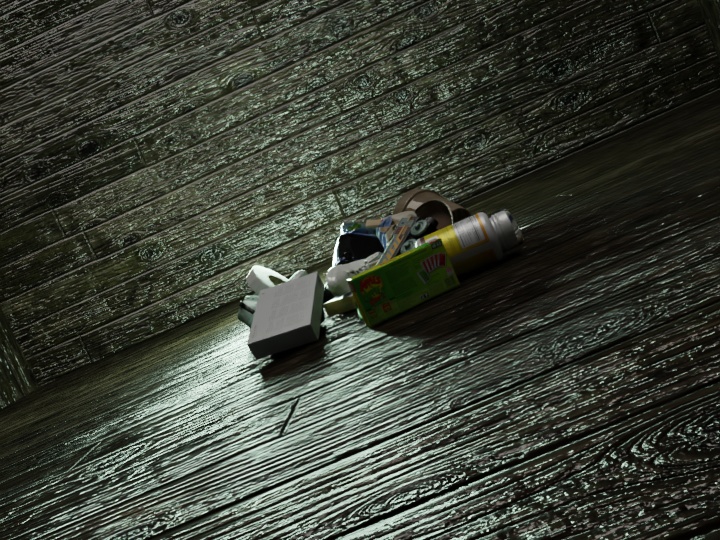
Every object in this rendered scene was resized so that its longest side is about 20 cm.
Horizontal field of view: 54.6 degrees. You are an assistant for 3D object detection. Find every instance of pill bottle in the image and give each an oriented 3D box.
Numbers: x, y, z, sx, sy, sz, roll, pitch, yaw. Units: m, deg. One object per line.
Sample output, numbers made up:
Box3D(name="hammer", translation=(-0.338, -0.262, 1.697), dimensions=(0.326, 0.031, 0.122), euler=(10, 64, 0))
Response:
Box3D(name="pill bottle", translation=(0.223, -0.051, 1.458), dimensions=(0.199, 0.110, 0.109), euler=(-23, 5, 8))

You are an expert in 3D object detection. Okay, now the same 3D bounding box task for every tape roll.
Box3D(name="tape roll", translation=(-0.217, 0.057, 1.886), dimensions=(0.037, 0.202, 0.203), euler=(-55, 1, 9))

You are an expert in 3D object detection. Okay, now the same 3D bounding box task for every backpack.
Box3D(name="backpack", translation=(0.010, -0.055, 2.024), dimensions=(0.182, 0.148, 0.200), euler=(5, -15, -10))

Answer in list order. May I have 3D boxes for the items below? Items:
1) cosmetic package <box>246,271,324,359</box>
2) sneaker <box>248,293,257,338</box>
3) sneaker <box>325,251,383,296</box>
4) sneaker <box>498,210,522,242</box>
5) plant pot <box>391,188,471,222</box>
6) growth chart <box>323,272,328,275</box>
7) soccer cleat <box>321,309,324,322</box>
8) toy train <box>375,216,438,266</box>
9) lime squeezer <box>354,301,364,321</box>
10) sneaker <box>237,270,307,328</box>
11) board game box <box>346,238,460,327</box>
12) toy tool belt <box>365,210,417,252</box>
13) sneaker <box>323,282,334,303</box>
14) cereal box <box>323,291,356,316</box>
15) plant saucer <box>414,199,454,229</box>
Box3D(name="cosmetic package", translation=(-0.162, 0.097, 1.547), dimensions=(0.150, 0.052, 0.200), euler=(-16, 32, 12))
Box3D(name="sneaker", translation=(-0.267, 0.123, 1.813), dimensions=(0.073, 0.119, 0.200), euler=(-23, 5, 8))
Box3D(name="sneaker", translation=(0.000, 0.000, 1.691), dimensions=(0.115, 0.074, 0.200), euler=(-23, 5, 26))
Box3D(name="sneaker", translation=(0.262, -0.067, 1.573), dimensions=(0.199, 0.089, 0.075), euler=(-26, 8, -9))
Box3D(name="plant pot", translation=(0.210, -0.121, 1.900), dimensions=(0.199, 0.201, 0.173), euler=(-27, 22, -31))
Box3D(name="growth chart", translation=(-0.026, 0.015, 1.922), dimensions=(0.144, 0.018, 0.200), euler=(-2, -5, 3))
Box3D(name="soccer cleat", translation=(-0.112, 0.107, 1.629), dimensions=(0.067, 0.081, 0.200), euler=(-19, 28, 12))
Box3D(name="toy train", translation=(0.104, -0.038, 1.593), dimensions=(0.114, 0.085, 0.201), euler=(7, 61, 51))
Box3D(name="lime squeezer", translation=(0.019, 0.080, 1.534), dimensions=(0.070, 0.038, 0.200), euler=(13, 20, 22))
Box3D(name="sneaker", translation=(-0.223, 0.061, 1.741), dimensions=(0.118, 0.074, 0.201), euler=(24, 61, 26))
Box3D(name="board game box", translation=(0.085, 0.024, 1.373), dimensions=(0.199, 0.102, 0.048), euler=(-25, 4, -10))
Box3D(name="toy tool belt", translation=(0.093, -0.061, 1.725), dimensions=(0.122, 0.201, 0.125), euler=(-5, -45, -19))
Box3D(name="sneaker", translation=(-0.080, 0.071, 1.866), dimensions=(0.079, 0.076, 0.200), euler=(-37, 1, -10))
Box3D(name="cereal box", translation=(0.017, 0.049, 1.733), dimensions=(0.143, 0.040, 0.200), euler=(-19, 7, 35))
Box3D(name="plant saucer", translation=(0.176, -0.080, 1.771), dimensions=(0.037, 0.202, 0.200), euler=(21, -23, -33))
